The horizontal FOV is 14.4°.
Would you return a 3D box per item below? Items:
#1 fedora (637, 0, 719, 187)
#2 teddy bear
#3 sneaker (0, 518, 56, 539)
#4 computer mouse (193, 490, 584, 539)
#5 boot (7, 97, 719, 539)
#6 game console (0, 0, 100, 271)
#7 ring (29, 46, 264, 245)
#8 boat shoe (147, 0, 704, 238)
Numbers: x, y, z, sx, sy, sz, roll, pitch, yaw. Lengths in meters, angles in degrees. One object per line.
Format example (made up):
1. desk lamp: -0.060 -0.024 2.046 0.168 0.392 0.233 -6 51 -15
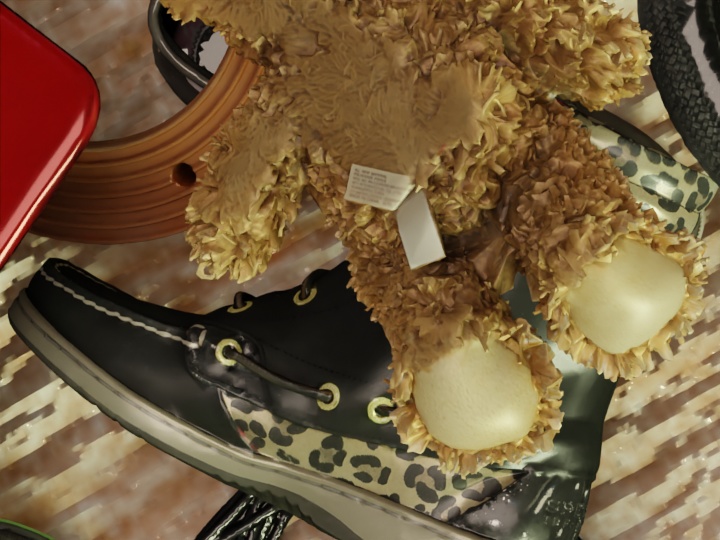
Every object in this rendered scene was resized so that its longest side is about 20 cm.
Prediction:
1. fedora: 0.186 -0.087 0.888 0.200 0.092 0.202 -1 83 6
2. teddy bear: 0.019 -0.037 0.835 0.200 0.067 0.145 40 102 23
3. sneaker: -0.093 0.170 0.936 0.077 0.084 0.200 -30 80 8
4. computer mouse: 0.023 0.130 0.933 0.200 0.046 0.141 40 94 12
5. boot: 0.001 0.000 0.901 0.203 0.073 0.154 26 97 17
6. game console: -0.172 -0.017 0.932 0.119 0.173 0.200 -37 55 -22
7. ring: -0.096 -0.105 0.924 0.200 0.019 0.201 8 116 18
8. boat shoe: 0.017 -0.046 0.941 0.199 0.057 0.067 24 91 13
